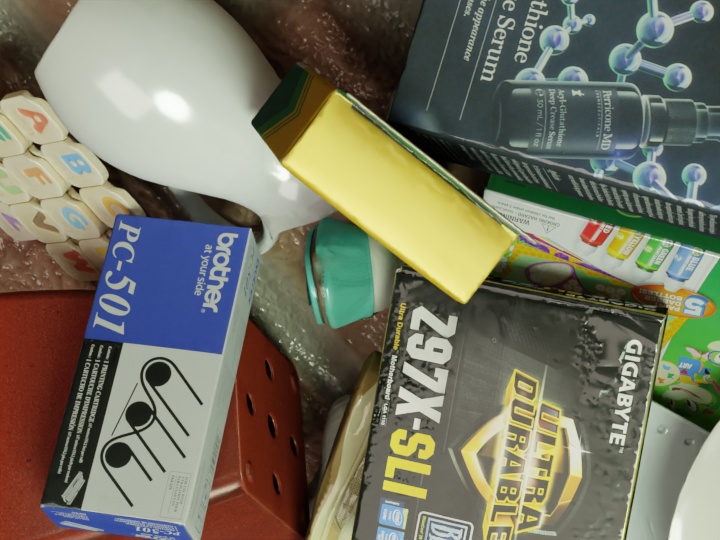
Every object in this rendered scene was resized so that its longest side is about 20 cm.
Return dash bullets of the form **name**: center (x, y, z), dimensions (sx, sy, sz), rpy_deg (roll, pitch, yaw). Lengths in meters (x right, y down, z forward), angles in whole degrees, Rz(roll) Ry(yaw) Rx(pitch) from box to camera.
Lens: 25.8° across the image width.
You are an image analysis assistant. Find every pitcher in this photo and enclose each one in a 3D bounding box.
- **pitcher**: center (-0.113, -0.092, 1.016), dimensions (0.200, 0.122, 0.172), rpy_deg (33, 142, -13)

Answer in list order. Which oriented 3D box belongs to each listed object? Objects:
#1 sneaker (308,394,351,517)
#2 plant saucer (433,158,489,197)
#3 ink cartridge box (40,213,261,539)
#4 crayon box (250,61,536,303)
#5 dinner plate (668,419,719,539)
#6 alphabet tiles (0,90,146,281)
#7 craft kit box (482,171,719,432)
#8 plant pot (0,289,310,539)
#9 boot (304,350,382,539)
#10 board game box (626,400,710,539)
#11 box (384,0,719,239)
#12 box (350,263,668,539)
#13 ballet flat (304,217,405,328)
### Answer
- **sneaker**: center (-0.011, 0.173, 1.161), dimensions (0.072, 0.072, 0.201), rpy_deg (21, 131, 0)
- **plant saucer**: center (0.113, -0.047, 0.988), dimensions (0.199, 0.029, 0.201), rpy_deg (12, 123, 18)
- **ink cartridge box**: center (-0.129, 0.066, 0.990), dimensions (0.093, 0.201, 0.044), rpy_deg (6, 154, 10)
- **crayon box**: center (0.011, -0.050, 0.862), dimensions (0.126, 0.200, 0.052), rpy_deg (37, 93, -14)
- **dinner plate**: center (0.260, 0.157, 0.951), dimensions (0.024, 0.200, 0.201), rpy_deg (15, 132, 52)
- **alphabet tiles**: center (-0.235, -0.065, 1.087), dimensions (0.195, 0.015, 0.200), rpy_deg (-3, 134, 50)
- **craft kit box**: center (0.158, 0.032, 0.970), dimensions (0.199, 0.049, 0.198), rpy_deg (15, 140, 7)
- **plant pot**: center (-0.140, 0.125, 1.086), dimensions (0.175, 0.201, 0.200), rpy_deg (-13, 151, 13)
- **boot**: center (0.048, 0.161, 1.045), dimensions (0.155, 0.073, 0.201), rpy_deg (18, 116, 0)
- **board game box**: center (0.155, 0.177, 0.990), dimensions (0.199, 0.026, 0.201), rpy_deg (29, 101, -12)
- **box**: center (0.135, -0.115, 0.844), dimensions (0.199, 0.107, 0.149), rpy_deg (16, 89, 13)
- **box**: center (0.085, 0.106, 0.926), dimensions (0.159, 0.049, 0.201), rpy_deg (12, 97, 13)
- **ballet flat**: center (0.000, 0.000, 0.989), dimensions (0.070, 0.200, 0.068), rpy_deg (-5, 89, -2)
